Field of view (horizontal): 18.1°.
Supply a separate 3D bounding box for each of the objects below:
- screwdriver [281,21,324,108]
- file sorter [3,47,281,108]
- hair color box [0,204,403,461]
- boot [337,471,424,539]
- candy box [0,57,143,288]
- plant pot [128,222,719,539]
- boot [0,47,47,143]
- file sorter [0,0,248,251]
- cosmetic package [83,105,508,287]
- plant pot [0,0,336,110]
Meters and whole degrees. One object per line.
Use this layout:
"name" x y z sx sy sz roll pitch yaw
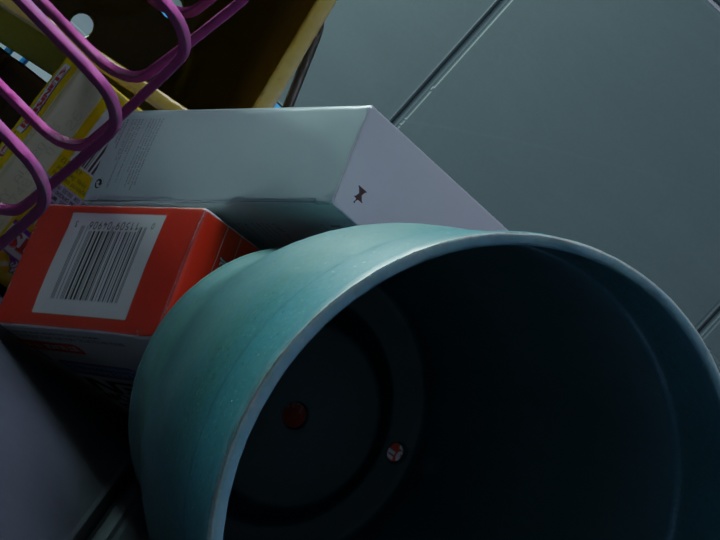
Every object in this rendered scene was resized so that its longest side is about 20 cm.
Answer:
"screwdriver" -0.058 -0.034 1.114 0.029 0.201 0.028 26 20 23
"file sorter" -0.143 -0.101 1.339 0.200 0.123 0.139 45 6 14
"hair color box" -0.049 0.046 0.994 0.111 0.064 0.200 2 -25 45
"boot" 0.066 0.171 1.003 0.200 0.076 0.168 45 6 11
"candy box" -0.091 -0.002 1.060 0.200 0.102 0.026 40 -1 -32
"plant pot" 0.004 0.071 0.828 0.200 0.201 0.188 40 -8 -26
"boot" -0.159 -0.057 1.190 0.200 0.075 0.107 43 1 13
"file sorter" -0.134 -0.110 0.918 0.125 0.200 0.139 46 -36 -11
"cosmetic package" 0.000 0.000 0.990 0.150 0.052 0.200 5 -25 43
"plant pot" -0.109 -0.172 1.135 0.195 0.195 0.200 32 -12 -7
